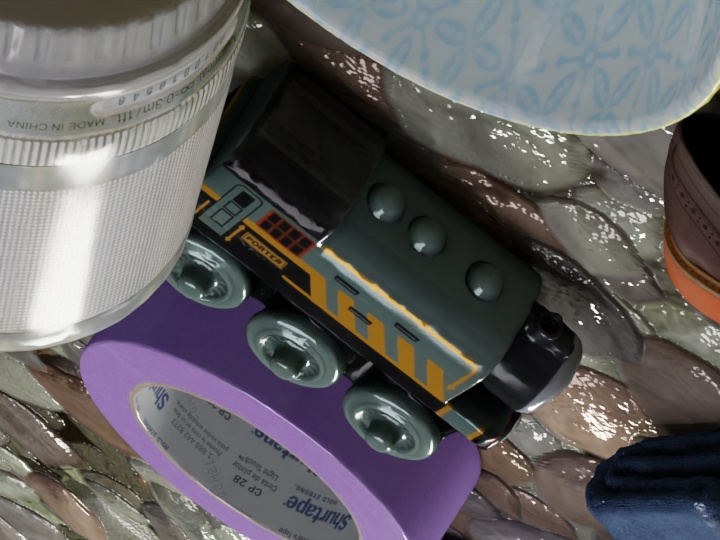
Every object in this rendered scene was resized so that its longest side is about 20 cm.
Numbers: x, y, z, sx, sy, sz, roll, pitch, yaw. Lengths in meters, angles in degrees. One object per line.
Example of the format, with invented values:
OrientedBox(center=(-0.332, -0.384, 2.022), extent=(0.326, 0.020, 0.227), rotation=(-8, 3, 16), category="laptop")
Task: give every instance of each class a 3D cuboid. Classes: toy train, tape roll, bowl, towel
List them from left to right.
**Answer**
OrientedBox(center=(-0.040, 0.074, 1.351), extent=(0.199, 0.066, 0.200), rotation=(29, 156, 14), category="tape roll")
OrientedBox(center=(0.000, 0.000, 1.128), extent=(0.200, 0.085, 0.114), rotation=(39, 148, -11), category="toy train")
OrientedBox(center=(0.039, -0.142, 0.739), extent=(0.199, 0.108, 0.200), rotation=(30, 158, 13), category="bowl")
OrientedBox(center=(0.193, 0.144, 1.183), extent=(0.200, 0.049, 0.111), rotation=(43, 156, -21), category="towel")

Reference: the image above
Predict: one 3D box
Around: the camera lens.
OrientedBox(center=(-0.126, -0.079, 0.995), extent=(0.159, 0.160, 0.200), rotation=(31, 143, 8), category="camera lens")

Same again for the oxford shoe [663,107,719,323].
OrientedBox(center=(0.182, 0.005, 0.891), extent=(0.199, 0.071, 0.073), rotation=(23, 150, 28), category="oxford shoe")
